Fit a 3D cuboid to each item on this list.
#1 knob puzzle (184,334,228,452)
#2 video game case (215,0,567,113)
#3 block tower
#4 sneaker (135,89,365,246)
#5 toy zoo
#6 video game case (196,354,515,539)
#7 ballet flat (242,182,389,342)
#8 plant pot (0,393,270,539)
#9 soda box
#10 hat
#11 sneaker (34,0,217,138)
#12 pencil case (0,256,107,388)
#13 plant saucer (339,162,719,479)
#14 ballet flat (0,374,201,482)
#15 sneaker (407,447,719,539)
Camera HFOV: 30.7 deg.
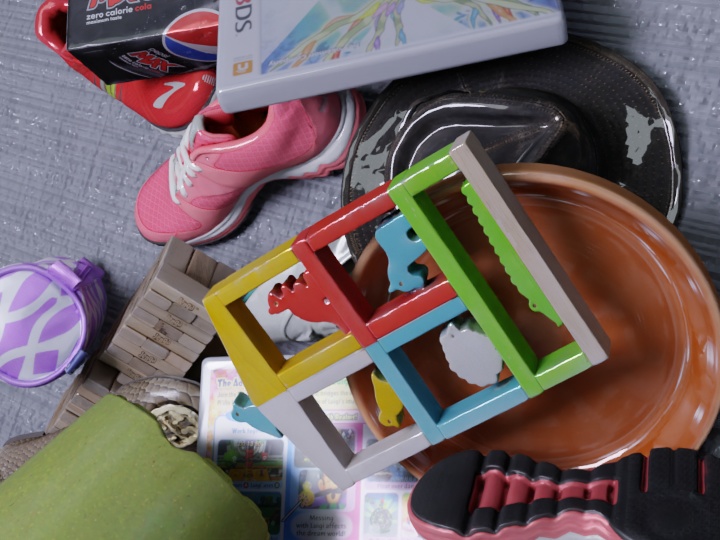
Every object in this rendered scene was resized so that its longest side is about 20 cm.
[{"bbox_3d":[-0.062,0.153,0.843,0.219,0.030,0.221,-12,70,36],"label":"knob puzzle"},{"bbox_3d":[0.012,-0.180,0.784,0.199,0.022,0.183,-10,48,7],"label":"video game case"},{"bbox_3d":[-0.149,0.060,0.881,0.200,0.054,0.058,-48,18,39],"label":"block tower"},{"bbox_3d":[-0.095,-0.082,0.885,0.199,0.087,0.074,-27,62,31],"label":"sneaker"},{"bbox_3d":[0.009,0.033,0.672,0.199,0.020,0.132,-29,104,25],"label":"toy zoo"},{"bbox_3d":[-0.005,0.140,0.766,0.199,0.024,0.183,-3,76,19],"label":"video game case"},{"bbox_3d":[0.000,0.000,0.814,0.200,0.069,0.070,-40,57,20],"label":"ballet flat"},{"bbox_3d":[-0.151,0.174,0.701,0.199,0.200,0.190,25,68,40],"label":"plant pot"},{"bbox_3d":[-0.098,-0.181,0.894,0.199,0.063,0.071,-7,73,15],"label":"soda box"},{"bbox_3d":[0.073,-0.058,0.719,0.199,0.081,0.202,-4,76,17],"label":"hat"},{"bbox_3d":[-0.180,-0.157,0.984,0.199,0.085,0.077,26,96,40],"label":"sneaker"},{"bbox_3d":[-0.220,0.029,0.908,0.086,0.084,0.200,-58,9,-3],"label":"pencil case"},{"bbox_3d":[0.088,0.038,0.682,0.199,0.032,0.202,6,117,13],"label":"plant saucer"},{"bbox_3d":[-0.174,0.120,0.868,0.199,0.068,0.046,-20,30,28],"label":"ballet flat"},{"bbox_3d":[0.126,0.144,0.675,0.199,0.087,0.074,2,37,21],"label":"sneaker"}]
